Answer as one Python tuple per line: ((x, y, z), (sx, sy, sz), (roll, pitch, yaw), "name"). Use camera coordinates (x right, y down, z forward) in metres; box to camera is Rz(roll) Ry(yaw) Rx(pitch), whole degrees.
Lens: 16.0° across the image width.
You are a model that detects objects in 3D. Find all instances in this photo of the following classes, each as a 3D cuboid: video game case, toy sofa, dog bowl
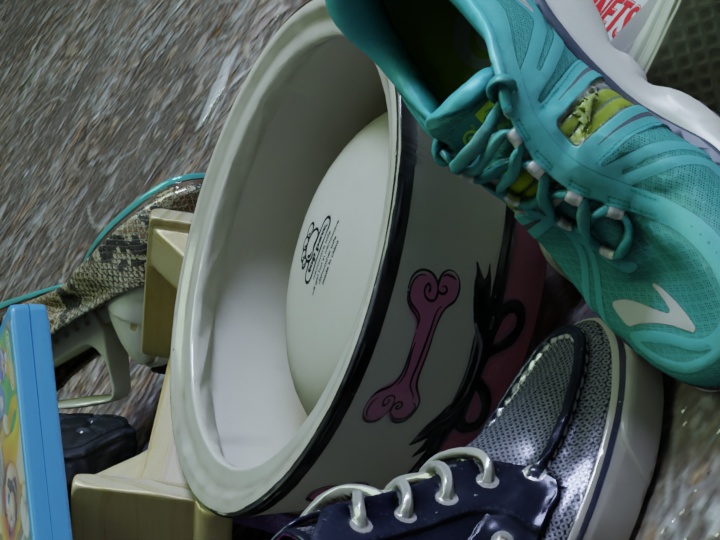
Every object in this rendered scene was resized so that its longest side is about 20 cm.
((-0.152, 0.120, 1.071), (0.200, 0.018, 0.143), (125, 140, -57), "video game case")
((-0.058, 0.065, 1.081), (0.200, 0.097, 0.083), (-82, -1, -53), "toy sofa")
((0.000, 0.000, 0.959), (0.200, 0.074, 0.200), (-44, 39, 52), "dog bowl")

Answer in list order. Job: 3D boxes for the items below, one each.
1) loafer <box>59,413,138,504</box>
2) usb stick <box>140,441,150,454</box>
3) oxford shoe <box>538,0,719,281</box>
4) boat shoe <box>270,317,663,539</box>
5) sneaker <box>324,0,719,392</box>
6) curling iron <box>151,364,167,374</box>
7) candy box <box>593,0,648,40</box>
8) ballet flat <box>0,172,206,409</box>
((-0.137, 0.102, 1.194), (0.201, 0.068, 0.071), (142, 127, -84), "loafer")
((-0.108, 0.153, 1.116), (0.055, 0.033, 0.200), (-34, 28, 52), "usb stick")
((0.123, -0.080, 0.859), (0.200, 0.075, 0.058), (-53, 20, 25), "oxford shoe")
((0.025, 0.081, 0.798), (0.075, 0.093, 0.200), (-32, 30, 52), "boat shoe")
((0.058, -0.035, 0.812), (0.200, 0.080, 0.078), (49, 123, 27), "sneaker")
((-0.051, 0.015, 1.229), (0.200, 0.026, 0.050), (-19, 62, 55), "curling iron")
((0.100, -0.086, 1.003), (0.102, 0.026, 0.200), (-50, 19, 14), "candy box")
((-0.120, 0.024, 1.252), (0.200, 0.068, 0.075), (-31, 65, 43), "ballet flat")
